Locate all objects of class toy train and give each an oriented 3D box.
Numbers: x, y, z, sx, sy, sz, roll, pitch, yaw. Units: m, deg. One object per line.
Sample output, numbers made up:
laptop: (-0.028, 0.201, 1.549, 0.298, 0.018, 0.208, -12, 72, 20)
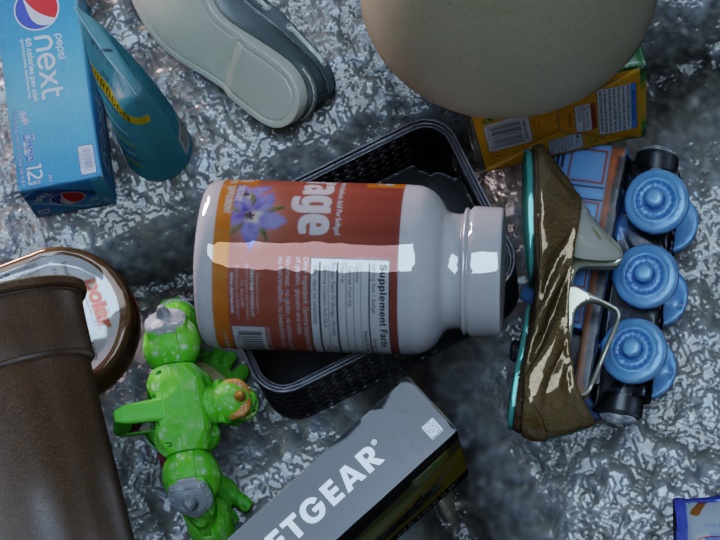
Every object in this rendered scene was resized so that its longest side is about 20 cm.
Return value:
toy train: (0.169, 0.007, 1.700, 0.114, 0.087, 0.201, 7, 78, 16)

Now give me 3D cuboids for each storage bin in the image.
storage bin: (0.000, 0.000, 1.709, 0.199, 0.094, 0.136, -26, 74, -3)

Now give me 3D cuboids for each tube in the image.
tube: (-0.157, -0.117, 1.699, 0.050, 0.200, 0.078, -39, 74, -7)

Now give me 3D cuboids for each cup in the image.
cup: (0.088, -0.215, 1.539, 0.199, 0.143, 0.202, -3, 71, 8)

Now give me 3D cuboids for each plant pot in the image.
plant pot: (-0.244, 0.131, 1.610, 0.199, 0.200, 0.199, -21, 81, -1)

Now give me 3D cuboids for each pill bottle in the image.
pill bottle: (-0.005, -0.002, 1.605, 0.199, 0.112, 0.113, 2, 75, 5)

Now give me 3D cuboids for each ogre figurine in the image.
ogre figurine: (-0.118, 0.107, 1.677, 0.097, 0.120, 0.201, 8, 77, 7)

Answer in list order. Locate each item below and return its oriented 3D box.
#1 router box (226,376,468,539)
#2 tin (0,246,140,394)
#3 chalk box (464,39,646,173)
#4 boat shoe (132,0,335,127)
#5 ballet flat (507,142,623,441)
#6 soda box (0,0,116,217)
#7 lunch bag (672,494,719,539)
router box: (-0.019, 0.170, 1.632, 0.200, 0.157, 0.052, -42, 75, -6)
tin: (-0.256, 0.055, 1.747, 0.199, 0.042, 0.113, -21, 79, -1)
chalk box: (0.116, -0.190, 1.667, 0.123, 0.125, 0.201, -12, 70, 3)
boat shoe: (-0.097, -0.182, 1.794, 0.200, 0.073, 0.062, 44, 40, 21)
ballet flat: (0.139, 0.016, 1.635, 0.072, 0.068, 0.201, 3, 78, 3)
soda box: (-0.226, -0.147, 1.781, 0.064, 0.068, 0.201, -9, 74, 2)
lunch bag: (0.289, 0.245, 1.604, 0.169, 0.124, 0.201, -3, 83, 5)
